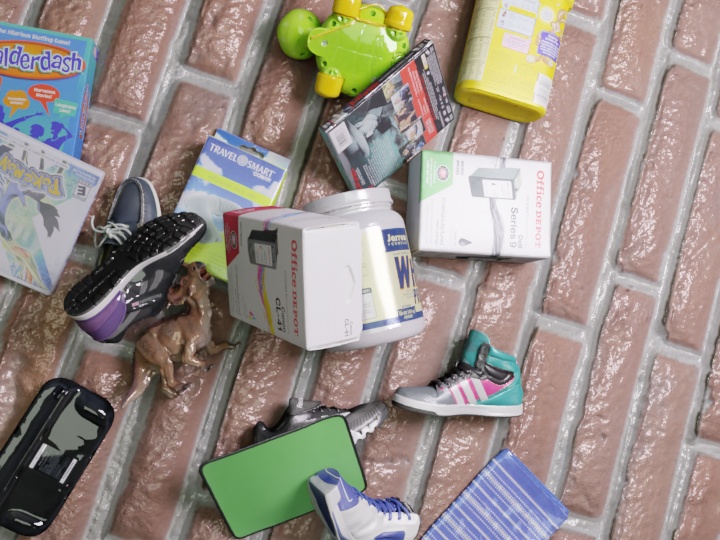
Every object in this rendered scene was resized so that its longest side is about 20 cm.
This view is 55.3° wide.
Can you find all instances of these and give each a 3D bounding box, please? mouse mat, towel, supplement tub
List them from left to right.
[{"bbox_3d":[-0.097,0.276,0.915,0.199,0.008,0.162,-19,124,-8],"label":"mouse mat"},{"bbox_3d":[0.000,0.000,0.934,0.144,0.145,0.201,-11,88,-11],"label":"supplement tub"},{"bbox_3d":[0.196,0.379,1.002,0.200,0.024,0.145,-44,93,-10],"label":"towel"}]

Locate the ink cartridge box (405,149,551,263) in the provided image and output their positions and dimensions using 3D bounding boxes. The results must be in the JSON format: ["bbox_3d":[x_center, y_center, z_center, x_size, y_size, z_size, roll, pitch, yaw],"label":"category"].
[{"bbox_3d":[0.172,-0.091,1.003,0.199,0.084,0.147,3,86,-10],"label":"ink cartridge box"}]

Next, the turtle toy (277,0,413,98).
[{"bbox_3d":[-0.020,-0.318,0.976,0.199,0.101,0.146,13,110,-10],"label":"turtle toy"}]

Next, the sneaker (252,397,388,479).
[{"bbox_3d":[-0.060,0.210,0.947,0.199,0.066,0.091,-22,92,-9],"label":"sneaker"}]

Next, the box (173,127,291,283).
[{"bbox_3d":[-0.186,-0.091,0.959,0.121,0.048,0.201,23,83,-8],"label":"box"}]

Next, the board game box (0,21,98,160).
[{"bbox_3d":[-0.448,-0.223,0.922,0.151,0.045,0.201,7,84,-9],"label":"board game box"}]

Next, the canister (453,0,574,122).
[{"bbox_3d":[0.229,-0.340,1.034,0.148,0.087,0.201,15,84,-9],"label":"canister"}]

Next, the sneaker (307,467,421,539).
[{"bbox_3d":[0.014,0.336,0.940,0.115,0.080,0.200,-32,112,-20],"label":"sneaker"}]

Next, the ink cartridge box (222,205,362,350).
[{"bbox_3d":[-0.090,0.002,0.863,0.085,0.200,0.149,-10,104,-35],"label":"ink cartridge box"}]

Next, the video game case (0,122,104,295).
[{"bbox_3d":[-0.462,-0.089,0.889,0.199,0.022,0.183,25,98,-12],"label":"video game case"}]

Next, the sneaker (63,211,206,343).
[{"bbox_3d":[-0.272,0.009,0.876,0.200,0.076,0.088,-41,137,-17],"label":"sneaker"}]

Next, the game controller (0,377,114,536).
[{"bbox_3d":[-0.413,0.245,0.901,0.104,0.042,0.201,33,81,-21],"label":"game controller"}]

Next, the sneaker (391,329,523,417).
[{"bbox_3d":[0.144,0.144,0.979,0.199,0.084,0.122,5,90,-18],"label":"sneaker"}]

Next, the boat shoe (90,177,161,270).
[{"bbox_3d":[-0.320,-0.030,0.915,0.074,0.062,0.201,9,86,23],"label":"boat shoe"}]

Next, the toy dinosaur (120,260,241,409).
[{"bbox_3d":[-0.253,0.089,0.916,0.200,0.086,0.136,-40,92,-5],"label":"toy dinosaur"}]

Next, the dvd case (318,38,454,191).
[{"bbox_3d":[0.044,-0.209,0.973,0.200,0.146,0.022,-43,51,-11],"label":"dvd case"}]
